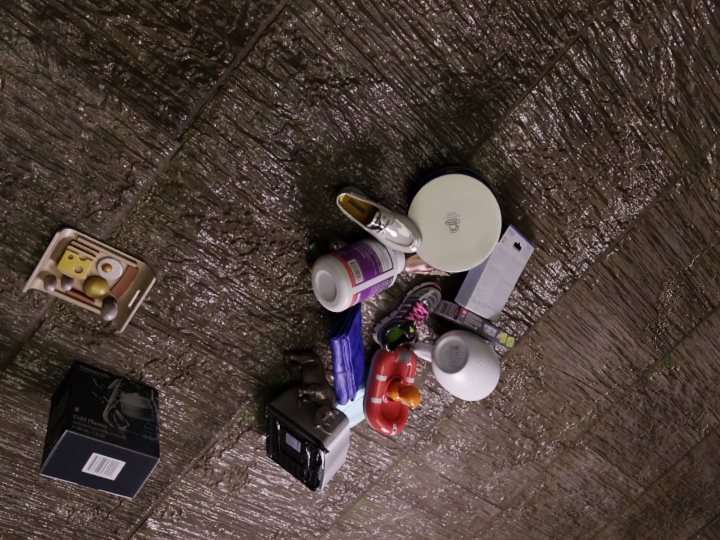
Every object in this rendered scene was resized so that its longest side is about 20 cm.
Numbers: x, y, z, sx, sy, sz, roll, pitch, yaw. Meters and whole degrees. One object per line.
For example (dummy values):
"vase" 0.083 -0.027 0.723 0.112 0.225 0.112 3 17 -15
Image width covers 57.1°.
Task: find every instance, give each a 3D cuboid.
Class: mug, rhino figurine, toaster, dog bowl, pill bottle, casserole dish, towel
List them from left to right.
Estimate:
"toaster" -0.120 0.390 1.525 0.118 0.197 0.185 -36 144 -42
"rhino figurine" -0.102 0.269 1.472 0.085 0.204 0.060 -13 151 -24
"towel" -0.020 0.182 1.471 0.048 0.149 0.205 8 127 17
"casserole dish" -0.005 0.319 1.625 0.198 0.039 0.122 -36 126 3
"pill bottle" 0.000 0.000 1.350 0.197 0.111 0.115 -23 133 -41
"mug" 0.217 0.210 1.557 0.175 0.195 0.152 37 69 -59
"dog bowl" 0.190 -0.104 1.354 0.193 0.079 0.207 2 107 8

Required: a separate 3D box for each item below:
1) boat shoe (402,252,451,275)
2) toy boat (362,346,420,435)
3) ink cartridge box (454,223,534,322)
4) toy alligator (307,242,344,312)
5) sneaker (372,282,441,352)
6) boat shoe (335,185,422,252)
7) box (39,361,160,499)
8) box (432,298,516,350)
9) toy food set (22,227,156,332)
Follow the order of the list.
"boat shoe" 0.182 -0.027 1.454 0.194 0.072 0.078 -12 125 -13
"toy boat" 0.089 0.285 1.544 0.128 0.129 0.207 9 94 -39
"ink cartridge box" 0.304 0.005 1.482 0.198 0.040 0.204 25 95 -57
"toy alligator" -0.063 0.029 1.411 0.058 0.055 0.203 -25 126 -2
"sneaker" 0.113 0.114 1.504 0.199 0.088 0.074 -42 117 9
"boat shoe" 0.035 -0.097 1.303 0.198 0.070 0.072 36 108 0
"box" -0.521 0.323 1.341 0.197 0.198 0.125 29 108 -32
"box" 0.265 0.126 1.555 0.197 0.109 0.036 29 85 -31
"toy food set" -0.507 0.023 1.243 0.197 0.061 0.145 29 108 -32
